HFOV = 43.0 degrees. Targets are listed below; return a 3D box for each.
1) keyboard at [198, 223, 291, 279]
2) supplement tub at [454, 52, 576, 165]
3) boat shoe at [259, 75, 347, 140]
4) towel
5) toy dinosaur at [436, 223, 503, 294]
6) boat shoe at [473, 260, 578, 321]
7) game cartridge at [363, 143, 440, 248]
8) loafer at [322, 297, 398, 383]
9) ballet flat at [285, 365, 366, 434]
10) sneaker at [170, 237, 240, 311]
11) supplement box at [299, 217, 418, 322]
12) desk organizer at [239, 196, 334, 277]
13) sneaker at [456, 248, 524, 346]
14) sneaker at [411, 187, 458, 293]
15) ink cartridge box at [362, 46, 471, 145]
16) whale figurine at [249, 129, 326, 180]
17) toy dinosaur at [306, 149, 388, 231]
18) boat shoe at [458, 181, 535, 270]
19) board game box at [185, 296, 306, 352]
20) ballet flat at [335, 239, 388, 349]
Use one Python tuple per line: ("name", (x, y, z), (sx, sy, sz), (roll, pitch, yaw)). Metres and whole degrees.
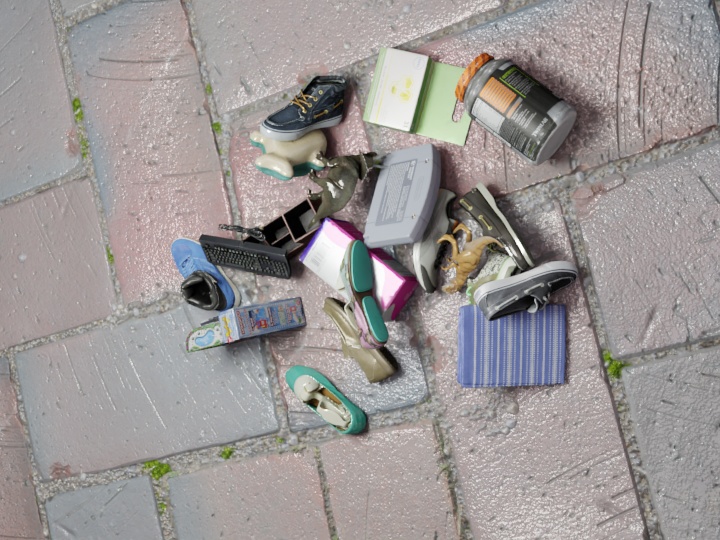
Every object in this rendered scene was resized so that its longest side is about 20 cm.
("keyboard", (-0.230, -0.041, 1.790), (0.198, 0.021, 0.128), (10, 134, 22))
("supplement tub", (0.271, -0.289, 1.618), (0.200, 0.122, 0.123), (42, 104, 17))
("boat shoe", (-0.107, -0.312, 1.725), (0.071, 0.199, 0.092), (36, 131, 28))
("towel", (0.268, 0.133, 1.624), (0.197, 0.024, 0.147), (0, 91, -9))
("toy dinosaur", (0.198, -0.035, 1.635), (0.107, 0.060, 0.201), (54, 145, 18))
("boat shoe", (0.298, 0.041, 1.589), (0.198, 0.072, 0.068), (-13, 55, -18))
("game cartridge", (0.081, -0.136, 1.682), (0.132, 0.040, 0.202), (-9, 57, 43))
("loafer", (-0.013, 0.136, 1.759), (0.067, 0.076, 0.200), (-44, 75, 10))
("ballet flat", (-0.077, 0.251, 1.788), (0.199, 0.070, 0.068), (34, 103, 19))
("sneaker", (-0.339, 0.006, 1.873), (0.077, 0.111, 0.200), (-45, 74, 16))
("supplement box", (0.000, 0.000, 1.740), (0.199, 0.103, 0.102), (40, 103, 19))
("desk organizer", (-0.151, -0.067, 1.814), (0.199, 0.077, 0.072), (-31, 79, 19))
("sneaker", (0.223, 0.048, 1.674), (0.088, 0.077, 0.201), (33, 97, 31))
("sneaker", (0.140, -0.057, 1.700), (0.078, 0.074, 0.203), (4, 92, 17))
("ink cartridge box", (0.116, -0.329, 1.723), (0.198, 0.048, 0.147), (18, 96, 24))
("whale figurine", (-0.143, -0.215, 1.754), (0.157, 0.201, 0.105), (20, 124, 1))
("toy dinosaur", (-0.044, -0.161, 1.699), (0.102, 0.077, 0.201), (27, 78, 28))
("boat shoe", (0.243, -0.070, 1.635), (0.060, 0.072, 0.202), (-35, 54, 9))
("board game box", (-0.238, 0.107, 1.784), (0.198, 0.199, 0.063), (-15, 85, 21))
("ballet flat", (-0.006, 0.048, 1.660), (0.071, 0.069, 0.203), (-21, 83, 40))
